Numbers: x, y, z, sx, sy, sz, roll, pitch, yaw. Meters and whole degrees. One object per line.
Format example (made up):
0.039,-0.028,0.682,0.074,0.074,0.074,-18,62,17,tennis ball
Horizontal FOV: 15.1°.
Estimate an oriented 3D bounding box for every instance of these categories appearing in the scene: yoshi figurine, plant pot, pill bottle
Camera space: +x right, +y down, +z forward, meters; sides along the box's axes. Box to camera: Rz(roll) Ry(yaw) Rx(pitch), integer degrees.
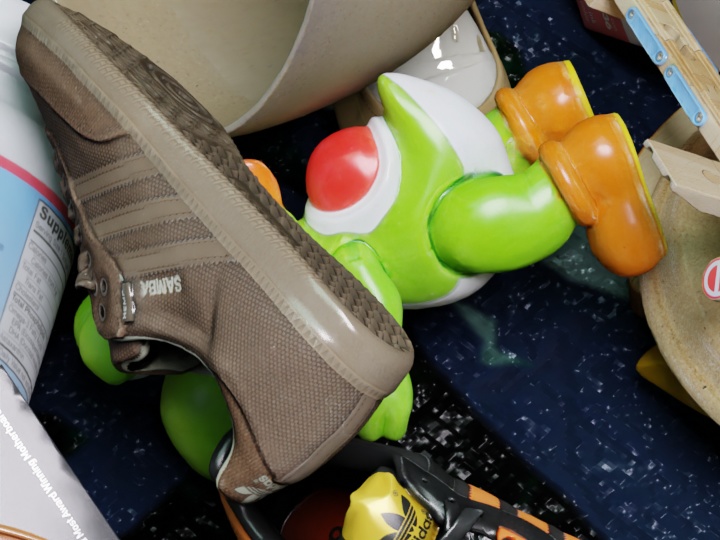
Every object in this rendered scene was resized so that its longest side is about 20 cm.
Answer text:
0.004,0.011,0.943,0.200,0.112,0.112,-22,70,-3,yoshi figurine
-0.014,-0.152,0.960,0.134,0.200,0.200,-9,47,-35,plant pot
-0.157,0.005,0.929,0.109,0.109,0.200,9,63,10,pill bottle

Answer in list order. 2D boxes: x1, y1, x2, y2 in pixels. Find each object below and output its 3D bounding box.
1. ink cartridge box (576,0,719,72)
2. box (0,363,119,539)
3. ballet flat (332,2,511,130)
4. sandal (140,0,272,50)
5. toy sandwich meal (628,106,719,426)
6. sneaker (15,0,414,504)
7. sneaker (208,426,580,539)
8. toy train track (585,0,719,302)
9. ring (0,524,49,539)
0.168,-0.123,0.999,0.116,0.068,0.200,-26,23,-16,ink cartridge box
-0.120,0.154,0.808,0.158,0.050,0.200,-33,89,-21,box
0.014,-0.099,1.050,0.069,0.063,0.200,-15,53,-8,ballet flat
-0.105,-0.059,1.036,0.203,0.050,0.082,-40,74,-11,sandal
0.184,0.007,0.956,0.205,0.070,0.205,-1,55,2,toy sandwich meal
-0.068,-0.010,0.870,0.076,0.070,0.200,-49,54,8,sneaker
0.032,0.101,0.843,0.200,0.090,0.070,19,70,39,sneaker
0.117,-0.040,0.922,0.115,0.033,0.200,15,34,-36,toy train track
-0.123,0.168,0.768,0.200,0.019,0.201,4,78,-16,ring
